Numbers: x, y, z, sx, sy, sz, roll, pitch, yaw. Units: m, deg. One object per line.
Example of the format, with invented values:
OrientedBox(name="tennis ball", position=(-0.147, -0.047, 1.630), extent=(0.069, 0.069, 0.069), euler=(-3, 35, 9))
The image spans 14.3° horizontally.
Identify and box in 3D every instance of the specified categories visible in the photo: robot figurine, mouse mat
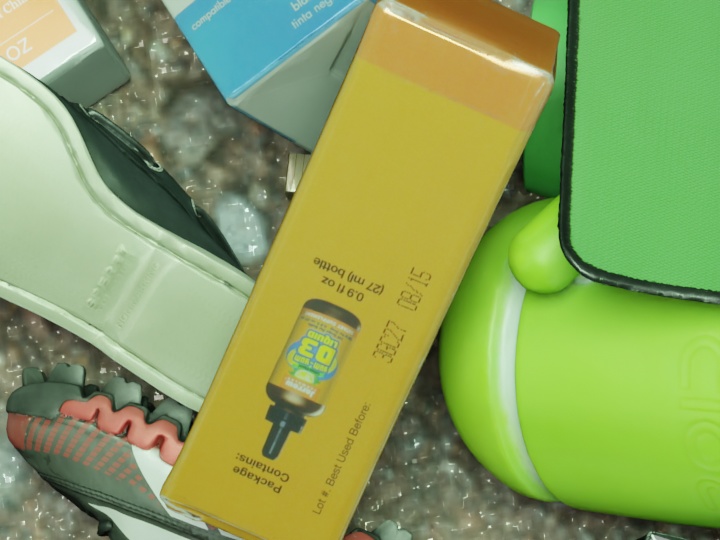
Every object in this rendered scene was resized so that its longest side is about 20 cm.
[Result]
OrientedBox(name="robot figurine", position=(0.115, 0.032, 1.030), extent=(0.199, 0.176, 0.116), euler=(4, 58, 34))
OrientedBox(name="mouse mat", position=(0.166, -0.046, 0.990), extent=(0.199, 0.008, 0.162), euler=(10, 54, -6))

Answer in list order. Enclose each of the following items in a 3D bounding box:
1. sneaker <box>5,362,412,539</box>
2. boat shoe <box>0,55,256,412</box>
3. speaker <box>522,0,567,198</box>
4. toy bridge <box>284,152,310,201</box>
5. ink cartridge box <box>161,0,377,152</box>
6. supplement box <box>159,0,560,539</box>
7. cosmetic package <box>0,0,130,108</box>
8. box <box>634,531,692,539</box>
OrientedBox(name="sneaker", position=(-0.057, 0.111, 1.078), extent=(0.200, 0.071, 0.098), euler=(30, 83, 7))
OrientedBox(name="boat shoe", position=(-0.108, -0.022, 1.064), extent=(0.199, 0.066, 0.075), euler=(33, 96, -7))
OrientedBox(name="speaker", position=(0.162, -0.061, 1.078), extent=(0.199, 0.088, 0.089), euler=(3, 82, 5))
OrientedBox(name="toy bridge", position=(0.004, -0.033, 1.115), extent=(0.067, 0.027, 0.201), euler=(5, 81, 5))
OrientedBox(name="ink cartridge box", position=(-0.050, -0.144, 1.070), extent=(0.067, 0.116, 0.200), euler=(-37, 69, 12))
OrientedBox(name="supplement box", position=(0.000, 0.000, 0.990), extent=(0.066, 0.069, 0.201), euler=(24, 108, -2))
OrientedBox(name="cosmetic package", position=(-0.187, -0.136, 1.124), extent=(0.101, 0.071, 0.200), euler=(-34, 80, -1))
OrientedBox(name="box", position=(0.142, 0.208, 1.019), extent=(0.148, 0.124, 0.201), euler=(13, 82, 2))
